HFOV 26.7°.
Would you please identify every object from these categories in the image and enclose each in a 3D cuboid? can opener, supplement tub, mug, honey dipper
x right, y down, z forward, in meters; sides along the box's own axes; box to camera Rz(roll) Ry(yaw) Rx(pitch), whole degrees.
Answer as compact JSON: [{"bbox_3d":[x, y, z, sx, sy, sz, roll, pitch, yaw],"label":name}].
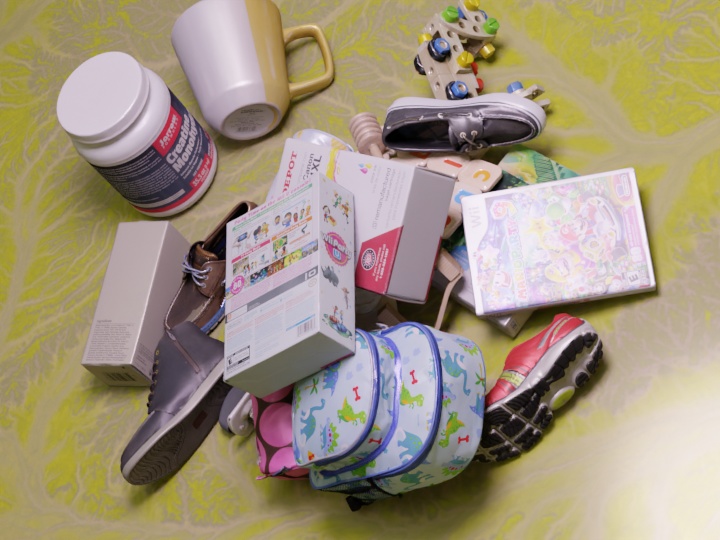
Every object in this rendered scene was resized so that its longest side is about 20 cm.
[{"bbox_3d":[-0.097,0.109,1.785,0.066,0.053,0.200,33,80,35],"label":"can opener"},{"bbox_3d":[-0.284,-0.172,1.944,0.139,0.200,0.141,-11,59,19],"label":"supplement tub"},{"bbox_3d":[-0.144,-0.264,1.969,0.185,0.149,0.154,-26,62,18],"label":"mug"},{"bbox_3d":[0.029,-0.112,1.786,0.038,0.038,0.201,-29,46,8],"label":"honey dipper"}]

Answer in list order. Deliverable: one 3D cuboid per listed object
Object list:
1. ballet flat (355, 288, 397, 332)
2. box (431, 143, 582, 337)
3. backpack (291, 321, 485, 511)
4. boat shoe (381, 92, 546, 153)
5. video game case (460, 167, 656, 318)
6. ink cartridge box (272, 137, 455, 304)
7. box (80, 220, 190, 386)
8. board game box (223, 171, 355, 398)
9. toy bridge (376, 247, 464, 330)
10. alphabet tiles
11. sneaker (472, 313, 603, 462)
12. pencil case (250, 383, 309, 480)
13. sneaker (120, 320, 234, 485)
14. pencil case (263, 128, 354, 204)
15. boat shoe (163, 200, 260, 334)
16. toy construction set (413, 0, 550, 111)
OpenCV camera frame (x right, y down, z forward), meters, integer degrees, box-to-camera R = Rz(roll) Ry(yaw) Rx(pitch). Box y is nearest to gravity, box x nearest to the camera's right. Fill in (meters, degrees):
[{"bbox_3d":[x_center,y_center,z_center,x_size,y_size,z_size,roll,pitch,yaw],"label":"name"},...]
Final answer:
[{"bbox_3d":[0.000,0.000,1.792,0.069,0.070,0.201,-19,56,15],"label":"ballet flat"},{"bbox_3d":[0.178,-0.039,1.745,0.144,0.036,0.200,32,78,35],"label":"box"},{"bbox_3d":[0.026,0.145,1.603,0.199,0.146,0.185,-18,62,42],"label":"backpack"},{"bbox_3d":[0.119,-0.164,1.776,0.198,0.069,0.057,3,48,25],"label":"boat shoe"},{"bbox_3d":[0.218,-0.031,1.688,0.198,0.018,0.145,-10,70,8],"label":"video game case"},{"bbox_3d":[-0.007,-0.058,1.710,0.199,0.082,0.147,15,93,40],"label":"ink cartridge box"},{"bbox_3d":[-0.280,0.041,1.904,0.081,0.068,0.202,0,63,26],"label":"box"},{"bbox_3d":[-0.076,0.015,1.625,0.147,0.064,0.202,-26,51,35],"label":"board game box"},{"bbox_3d":[0.047,0.067,1.731,0.067,0.027,0.200,43,105,-6],"label":"toy bridge"},{"bbox_3d":[0.064,-0.106,1.801,0.195,0.015,0.200,23,60,37],"label":"alphabet tiles"},{"bbox_3d":[0.175,0.127,1.644,0.200,0.077,0.085,-41,33,-2],"label":"sneaker"},{"bbox_3d":[-0.086,0.134,1.709,0.093,0.091,0.202,-13,75,15],"label":"pencil case"},{"bbox_3d":[-0.231,0.159,1.810,0.106,0.075,0.200,32,71,32],"label":"sneaker"},{"bbox_3d":[-0.074,-0.073,1.859,0.090,0.083,0.201,10,67,25],"label":"pencil case"},{"bbox_3d":[-0.187,-0.003,1.880,0.072,0.072,0.201,25,76,34],"label":"boat shoe"},{"bbox_3d":[0.139,-0.243,1.845,0.201,0.130,0.092,60,139,31],"label":"toy construction set"}]
